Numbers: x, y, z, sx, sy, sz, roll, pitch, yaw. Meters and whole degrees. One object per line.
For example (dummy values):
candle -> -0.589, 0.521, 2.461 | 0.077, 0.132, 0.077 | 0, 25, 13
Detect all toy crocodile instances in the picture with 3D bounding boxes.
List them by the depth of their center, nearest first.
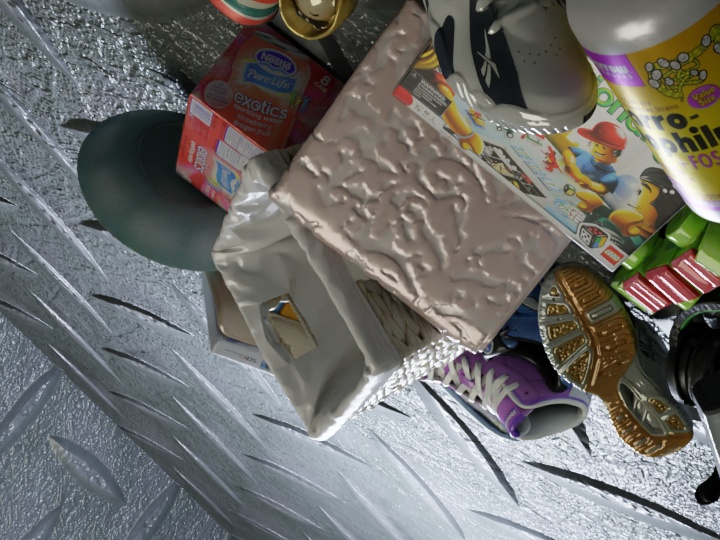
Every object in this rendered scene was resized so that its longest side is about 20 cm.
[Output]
toy crocodile -> 0.230, -0.003, 1.023 | 0.067, 0.062, 0.200 | 38, 161, -4

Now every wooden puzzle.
wooden puzzle -> -0.074, 0.013, 1.415 | 0.183, 0.037, 0.201 | 20, -152, -28

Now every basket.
basket -> 0.000, 0.000, 1.174 | 0.200, 0.159, 0.200 | 59, 156, 11

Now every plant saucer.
plant saucer -> -0.172, -0.091, 1.371 | 0.200, 0.201, 0.039 | 36, 134, 2

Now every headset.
headset -> 0.290, 0.099, 1.103 | 0.123, 0.094, 0.201 | 27, 147, 27

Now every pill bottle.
pill bottle -> 0.178, -0.126, 0.766 | 0.104, 0.105, 0.200 | 9, 147, 53

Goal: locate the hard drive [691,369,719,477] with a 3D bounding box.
hard drive -> 0.325, 0.118, 1.038 | 0.201, 0.138, 0.033 | 59, -173, -47

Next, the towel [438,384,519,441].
towel -> 0.082, 0.083, 1.442 | 0.200, 0.048, 0.171 | 44, -178, -13

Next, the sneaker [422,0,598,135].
sneaker -> 0.073, -0.180, 0.797 | 0.130, 0.078, 0.201 | 83, 169, -54

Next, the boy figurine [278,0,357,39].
boy figurine -> -0.025, -0.228, 0.952 | 0.123, 0.065, 0.200 | 33, 158, 4

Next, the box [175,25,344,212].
box -> -0.093, -0.123, 1.262 | 0.102, 0.095, 0.200 | 36, 161, 1

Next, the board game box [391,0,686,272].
board game box -> 0.131, -0.101, 0.943 | 0.199, 0.035, 0.126 | 38, 137, -3

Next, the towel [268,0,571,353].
towel -> 0.061, -0.067, 1.029 | 0.199, 0.192, 0.032 | 37, -159, -2

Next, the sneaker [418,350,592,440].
sneaker -> 0.111, 0.095, 1.279 | 0.197, 0.115, 0.073 | 4, 128, 6

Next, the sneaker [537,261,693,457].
sneaker -> 0.207, 0.062, 1.177 | 0.075, 0.088, 0.201 | -23, 118, 24

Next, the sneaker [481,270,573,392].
sneaker -> 0.124, 0.026, 1.229 | 0.200, 0.089, 0.079 | 42, 161, 2

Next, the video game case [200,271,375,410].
video game case -> -0.075, 0.044, 1.428 | 0.180, 0.022, 0.201 | 22, -152, -24

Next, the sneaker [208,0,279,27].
sneaker -> -0.121, -0.272, 1.039 | 0.199, 0.071, 0.093 | 42, 143, -7
